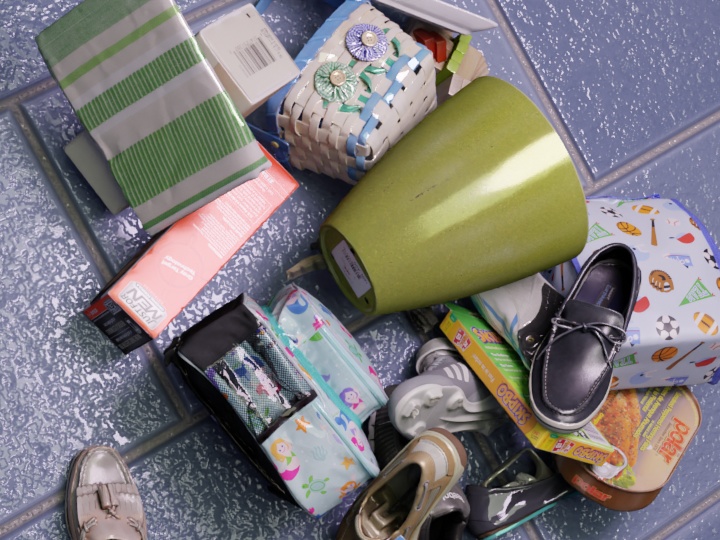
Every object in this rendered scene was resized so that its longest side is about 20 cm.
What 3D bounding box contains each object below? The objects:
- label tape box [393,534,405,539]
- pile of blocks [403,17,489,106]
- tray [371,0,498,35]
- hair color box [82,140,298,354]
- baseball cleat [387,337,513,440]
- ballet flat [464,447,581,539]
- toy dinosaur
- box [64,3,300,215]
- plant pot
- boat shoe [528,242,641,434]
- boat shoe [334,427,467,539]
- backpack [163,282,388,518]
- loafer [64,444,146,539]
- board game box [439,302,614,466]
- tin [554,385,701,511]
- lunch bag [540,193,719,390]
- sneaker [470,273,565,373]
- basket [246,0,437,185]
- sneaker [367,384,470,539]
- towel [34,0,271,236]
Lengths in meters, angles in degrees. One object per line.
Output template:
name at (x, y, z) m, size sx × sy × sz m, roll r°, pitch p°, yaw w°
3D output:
label tape box at (0.007, 0.350, 1.544) m, size 0.200 × 0.063 × 0.144 m, roll -42°, pitch 97°, yaw 17°
pile of blocks at (0.115, -0.178, 1.759) m, size 0.082 × 0.062 × 0.200 m, roll -40°, pitch 95°, yaw -24°
tray at (0.026, -0.263, 1.688) m, size 0.199 × 0.107 × 0.022 m, roll 19°, pitch 96°, yaw -17°
hair color box at (-0.153, -0.020, 1.598) m, size 0.061 × 0.101 × 0.200 m, roll 45°, pitch 66°, yaw -9°
baseball cleat at (0.069, 0.109, 1.644) m, size 0.106 × 0.070 × 0.200 m, roll 46°, pitch 18°, yaw 30°
ballet flat at (0.184, 0.197, 1.705) m, size 0.199 × 0.073 × 0.073 m, roll -18°, pitch 86°, yaw -22°
toy dinosaur at (0.000, 0.000, 1.665) m, size 0.200 × 0.047 × 0.088 m, roll 21°, pitch 32°, yaw -38°
box at (-0.158, -0.140, 1.559) m, size 0.078 × 0.200 × 0.095 m, roll 53°, pitch 37°, yaw -4°
plant pot at (0.069, -0.048, 1.593) m, size 0.199 × 0.187 × 0.188 m, roll -29°, pitch 90°, yaw -19°
boat shoe at (0.203, 0.056, 1.589) m, size 0.074 × 0.062 × 0.200 m, roll 20°, pitch 58°, yaw 14°
boat shoe at (0.016, 0.221, 1.568) m, size 0.072 × 0.200 × 0.076 m, roll 38°, pitch 32°, yaw 16°
backpack at (-0.059, 0.113, 1.561) m, size 0.150 × 0.178 × 0.200 m, roll -32°, pitch 94°, yaw -2°
loafer at (-0.213, 0.249, 1.537) m, size 0.072 × 0.063 × 0.201 m, roll -2°, pitch 80°, yaw -21°
board game box at (0.149, 0.103, 1.652) m, size 0.095 × 0.200 × 0.030 m, roll 19°, pitch 115°, yaw -41°
tin at (0.258, 0.158, 1.707) m, size 0.112 × 0.042 × 0.200 m, roll 29°, pitch 37°, yaw 14°
lunch bag at (0.262, 0.014, 1.741) m, size 0.169 × 0.124 × 0.201 m, roll -3°, pitch 56°, yaw -21°
sneaker at (0.155, 0.042, 1.684) m, size 0.072 × 0.073 × 0.200 m, roll -23°, pitch 56°, yaw -13°
basket at (-0.037, -0.183, 1.668) m, size 0.199 × 0.139 × 0.177 m, roll 25°, pitch 66°, yaw 22°
sneaker at (0.061, 0.201, 1.636) m, size 0.066 × 0.090 × 0.201 m, roll -2°, pitch 81°, yaw -37°
towel at (-0.177, -0.143, 1.499) m, size 0.201 × 0.152 × 0.023 m, roll 60°, pitch 35°, yaw -7°
